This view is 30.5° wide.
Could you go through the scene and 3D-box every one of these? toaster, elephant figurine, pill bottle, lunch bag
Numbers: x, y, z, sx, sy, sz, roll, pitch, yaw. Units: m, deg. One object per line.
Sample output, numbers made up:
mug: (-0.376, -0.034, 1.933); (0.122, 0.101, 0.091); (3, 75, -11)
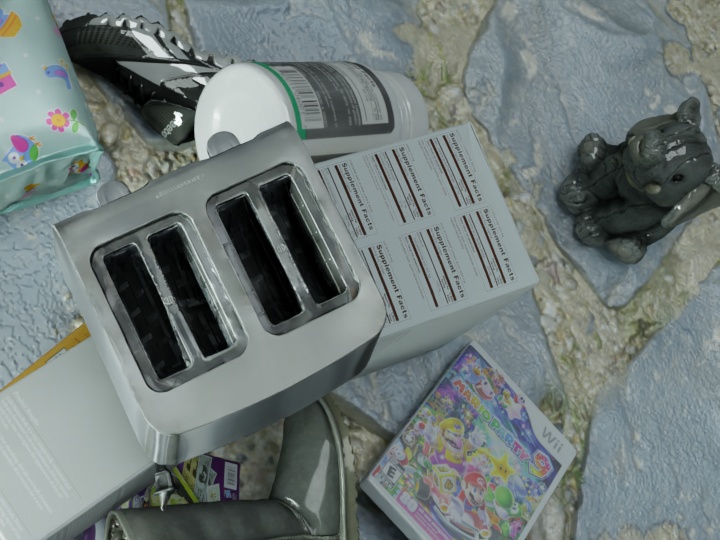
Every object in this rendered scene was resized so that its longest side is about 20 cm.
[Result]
toaster: (-0.093, 0.022, 0.880); (0.179, 0.119, 0.202); (-24, 79, -14)
elephant figurine: (0.290, -0.093, 1.243); (0.141, 0.200, 0.156); (35, 61, -8)
pill bottle: (-0.036, -0.122, 1.130); (0.199, 0.112, 0.115); (-10, 75, -50)
lunch bag: (-0.321, -0.125, 1.031); (0.197, 0.122, 0.173); (-20, 84, -17)

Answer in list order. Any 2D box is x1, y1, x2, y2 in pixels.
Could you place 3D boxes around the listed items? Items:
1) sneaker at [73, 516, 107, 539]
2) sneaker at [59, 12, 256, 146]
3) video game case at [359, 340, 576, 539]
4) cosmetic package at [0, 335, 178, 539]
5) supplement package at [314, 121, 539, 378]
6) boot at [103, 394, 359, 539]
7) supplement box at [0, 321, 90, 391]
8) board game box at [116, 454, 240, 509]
sneaker: (-0.241, 0.261, 0.964); (0.086, 0.075, 0.202); (14, 55, -8)
sneaker: (-0.169, -0.157, 1.138); (0.197, 0.066, 0.092); (16, 64, -21)
video game case: (0.099, 0.170, 1.142); (0.143, 0.018, 0.200); (46, 46, -3)
cosmetic package: (-0.192, 0.115, 0.939); (0.199, 0.090, 0.107); (-31, 79, -29)
supplement package: (0.000, 0.000, 1.085); (0.198, 0.191, 0.149); (-17, 79, -28)
boot: (-0.097, 0.179, 0.984); (0.197, 0.072, 0.185); (0, 69, -29)
supplement box: (-0.253, 0.116, 1.004); (0.069, 0.066, 0.200); (47, 60, -2)
board game box: (-0.142, 0.235, 1.000); (0.120, 0.032, 0.203); (29, 54, -49)
